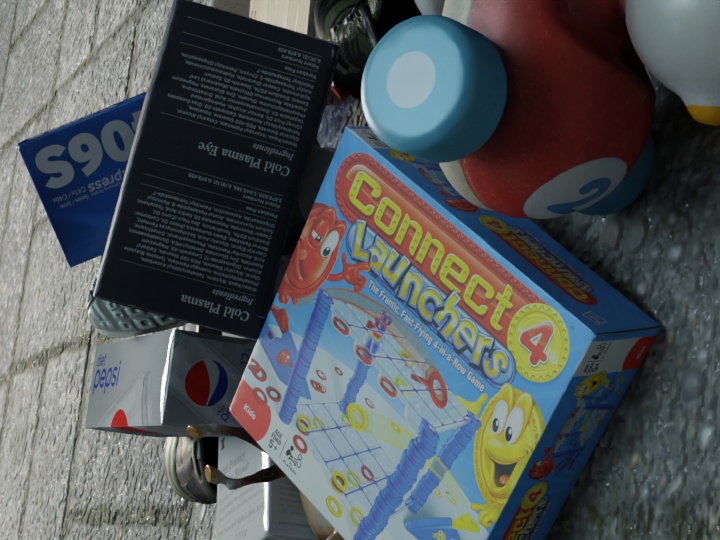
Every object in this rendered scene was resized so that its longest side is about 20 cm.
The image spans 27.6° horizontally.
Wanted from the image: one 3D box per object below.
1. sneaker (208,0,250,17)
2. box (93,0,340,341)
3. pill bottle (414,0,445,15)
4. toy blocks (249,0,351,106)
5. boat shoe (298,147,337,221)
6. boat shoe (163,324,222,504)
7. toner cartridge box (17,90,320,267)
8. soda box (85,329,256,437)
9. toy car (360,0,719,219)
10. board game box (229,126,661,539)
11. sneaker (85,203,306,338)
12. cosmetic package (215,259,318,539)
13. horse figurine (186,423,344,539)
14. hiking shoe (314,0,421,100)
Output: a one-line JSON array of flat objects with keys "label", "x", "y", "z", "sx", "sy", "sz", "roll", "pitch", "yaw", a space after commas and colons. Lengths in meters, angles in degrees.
[{"label": "sneaker", "x": -0.115, "y": -0.168, "z": 1.241, "sx": 0.088, "sy": 0.075, "sz": 0.200, "roll": -44, "pitch": 23, "yaw": 57}, {"label": "box", "x": -0.096, "y": -0.063, "z": 0.937, "sx": 0.200, "sy": 0.104, "sz": 0.182, "roll": -162, "pitch": 87, "yaw": -82}, {"label": "pill bottle", "x": 0.063, "y": -0.224, "z": 0.875, "sx": 0.112, "sy": 0.112, "sz": 0.200, "roll": -62, "pitch": 29, "yaw": 32}, {"label": "toy blocks", "x": -0.040, "y": -0.188, "z": 1.125, "sx": 0.200, "sy": 0.100, "sz": 0.137, "roll": -137, "pitch": 51, "yaw": -63}, {"label": "boat shoe", "x": 0.041, "y": -0.022, "z": 0.874, "sx": 0.200, "sy": 0.068, "sz": 0.072, "roll": 26, "pitch": 113, "yaw": 48}, {"label": "boat shoe", "x": -0.105, "y": 0.088, "z": 1.162, "sx": 0.073, "sy": 0.074, "sz": 0.200, "roll": 8, "pitch": 95, "yaw": 56}, {"label": "toner cartridge box", "x": -0.135, "y": -0.085, "z": 1.056, "sx": 0.043, "sy": 0.200, "sz": 0.095, "roll": -147, "pitch": 34, "yaw": -74}, {"label": "soda box", "x": -0.141, "y": 0.085, "z": 1.064, "sx": 0.200, "sy": 0.063, "sz": 0.068, "roll": -12, "pitch": 69, "yaw": 64}, {"label": "toy car", "x": 0.138, "y": -0.103, "z": 0.648, "sx": 0.200, "sy": 0.184, "sz": 0.177, "roll": 11, "pitch": 89, "yaw": 37}, {"label": "board game box", "x": 0.034, "y": 0.055, "z": 0.791, "sx": 0.200, "sy": 0.056, "sz": 0.196, "roll": 42, "pitch": 121, "yaw": 35}, {"label": "sneaker", "x": -0.112, "y": 0.004, "z": 1.096, "sx": 0.075, "sy": 0.200, "sz": 0.087, "roll": 58, "pitch": 155, "yaw": 16}, {"label": "cosmetic package", "x": -0.051, "y": 0.104, "z": 1.021, "sx": 0.102, "sy": 0.074, "sz": 0.200, "roll": -43, "pitch": 43, "yaw": 52}, {"label": "horse figurine", "x": -0.028, "y": 0.155, "z": 0.915, "sx": 0.050, "sy": 0.132, "sz": 0.200, "roll": 123, "pitch": 137, "yaw": -53}, {"label": "hiking shoe", "x": 0.026, "y": -0.153, "z": 0.940, "sx": 0.200, "sy": 0.076, "sz": 0.101, "roll": -126, "pitch": 28, "yaw": -47}]
